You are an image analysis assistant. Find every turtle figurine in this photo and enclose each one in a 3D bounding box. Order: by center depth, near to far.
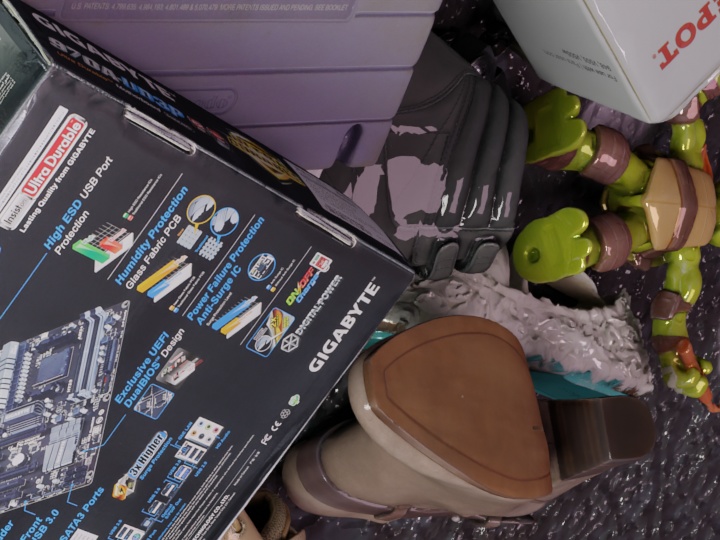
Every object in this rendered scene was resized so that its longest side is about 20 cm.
[{"bbox_3d":[0.132,-0.040,0.983,0.160,0.064,0.202,7,92,-45],"label":"turtle figurine"}]

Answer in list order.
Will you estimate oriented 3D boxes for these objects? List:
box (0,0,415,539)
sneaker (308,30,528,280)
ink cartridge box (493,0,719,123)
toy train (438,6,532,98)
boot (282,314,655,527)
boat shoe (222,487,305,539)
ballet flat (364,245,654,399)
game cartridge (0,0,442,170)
[{"bbox_3d":[-0.098,0.040,0.653,0.158,0.046,0.201,28,103,-42],"label":"box"},{"bbox_3d":[0.000,0.000,0.843,0.099,0.071,0.201,25,91,-17],"label":"sneaker"},{"bbox_3d":[0.096,-0.179,0.822,0.146,0.083,0.201,-43,124,-12],"label":"ink cartridge box"},{"bbox_3d":[0.088,-0.113,0.918,0.200,0.034,0.046,-40,139,-13],"label":"toy train"},{"bbox_3d":[0.022,0.074,0.906,0.199,0.145,0.071,17,65,-44],"label":"boot"},{"bbox_3d":[-0.050,0.127,0.922,0.065,0.071,0.200,-45,135,-8],"label":"boat shoe"},{"bbox_3d":[0.061,0.018,0.968,0.199,0.072,0.072,18,104,-48],"label":"ballet flat"},{"bbox_3d":[-0.052,-0.089,0.668,0.199,0.038,0.131,-6,124,-44],"label":"game cartridge"}]
